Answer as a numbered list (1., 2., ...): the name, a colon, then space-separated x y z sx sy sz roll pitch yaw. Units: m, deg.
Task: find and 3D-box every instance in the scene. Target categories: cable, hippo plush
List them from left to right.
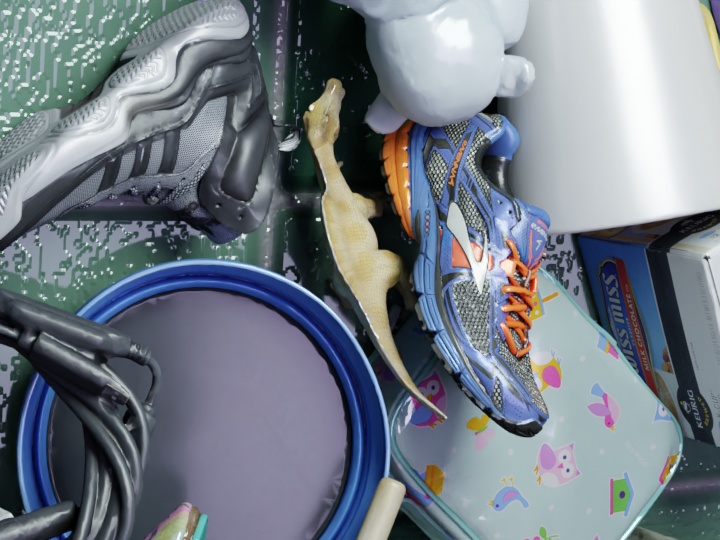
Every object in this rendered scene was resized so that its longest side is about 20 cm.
1. cable: -0.206 0.084 1.232 0.199 0.051 0.164 20 77 -10
2. hippo plush: 0.043 -0.162 1.287 0.161 0.158 0.201 55 33 -25

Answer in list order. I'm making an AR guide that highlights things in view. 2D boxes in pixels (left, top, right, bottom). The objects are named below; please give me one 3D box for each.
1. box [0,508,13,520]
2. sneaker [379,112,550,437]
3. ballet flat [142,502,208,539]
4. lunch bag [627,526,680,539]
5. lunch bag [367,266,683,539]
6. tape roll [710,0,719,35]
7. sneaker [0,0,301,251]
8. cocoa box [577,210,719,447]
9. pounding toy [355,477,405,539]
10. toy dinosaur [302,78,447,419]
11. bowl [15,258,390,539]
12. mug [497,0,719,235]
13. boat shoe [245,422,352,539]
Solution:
1. box: -0.222 0.242 1.260 0.200 0.041 0.156 -41 116 -19
2. sneaker: 0.069 -0.004 1.320 0.075 0.078 0.201 39 32 -61
3. ballet flat: -0.125 0.217 1.257 0.071 0.069 0.202 8 95 7
4. lunch bag: 0.214 0.257 1.454 0.117 0.200 0.165 22 87 -32
5. lunch bag: 0.083 0.094 1.422 0.161 0.077 0.200 -51 118 -13
6. tape roll: 0.314 -0.195 1.525 0.199 0.065 0.202 -6 101 -30
7. sneaker: -0.114 -0.048 1.282 0.200 0.075 0.114 -42 113 -22
8. cocoa box: 0.257 0.005 1.481 0.199 0.131 0.134 -26 109 -25
9. pounding toy: -0.009 0.253 1.265 0.183 0.142 0.201 -25 130 -25
10. toy dinosaur: 0.000 0.000 1.337 0.058 0.101 0.201 -21 77 11
11. bowl: -0.084 0.094 1.306 0.199 0.039 0.203 0 92 -9
12. mug: 0.143 -0.107 1.414 0.148 0.187 0.155 -9 94 5
13. boat shoe: -0.051 0.176 1.363 0.075 0.060 0.202 9 93 -31
